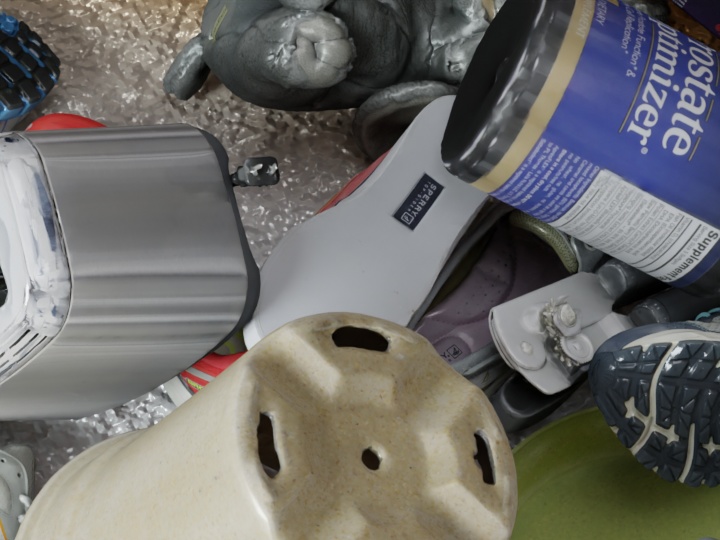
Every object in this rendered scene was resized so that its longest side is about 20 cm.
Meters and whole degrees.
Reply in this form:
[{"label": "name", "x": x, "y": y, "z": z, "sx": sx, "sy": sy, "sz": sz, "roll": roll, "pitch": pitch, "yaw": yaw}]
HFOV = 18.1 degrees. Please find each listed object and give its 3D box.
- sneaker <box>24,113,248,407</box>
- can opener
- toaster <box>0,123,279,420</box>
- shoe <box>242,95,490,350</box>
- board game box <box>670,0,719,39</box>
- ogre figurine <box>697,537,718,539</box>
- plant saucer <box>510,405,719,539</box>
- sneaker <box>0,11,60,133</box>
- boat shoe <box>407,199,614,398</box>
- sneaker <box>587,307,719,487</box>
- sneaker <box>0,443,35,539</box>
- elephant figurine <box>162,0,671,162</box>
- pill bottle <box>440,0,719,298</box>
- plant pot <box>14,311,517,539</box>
[{"label": "sneaker", "x": -0.098, "y": -0.013, "z": 1.126, "sx": 0.077, "sy": 0.085, "sz": 0.200, "roll": -35, "pitch": 73, "yaw": -23}, {"label": "can opener", "x": 0.136, "y": 0.021, "z": 1.146, "sx": 0.200, "sy": 0.067, "sz": 0.053, "roll": -23, "pitch": 69, "yaw": -37}, {"label": "toaster", "x": -0.140, "y": 0.001, "z": 1.026, "sx": 0.129, "sy": 0.200, "sz": 0.114, "roll": -3, "pitch": 73, "yaw": -45}, {"label": "shoe", "x": 0.000, "y": 0.000, "z": 1.113, "sx": 0.071, "sy": 0.091, "sz": 0.200, "roll": 39, "pitch": 52, "yaw": 2}, {"label": "board game box", "x": 0.239, "y": -0.126, "z": 1.191, "sx": 0.200, "sy": 0.165, "sz": 0.057, "roll": 41, "pitch": 105, "yaw": 13}, {"label": "ogre figurine", "x": 0.213, "y": 0.189, "z": 1.025, "sx": 0.119, "sy": 0.098, "sz": 0.201, "roll": 7, "pitch": 77, "yaw": -16}, {"label": "plant saucer", "x": 0.143, "y": 0.161, "z": 1.101, "sx": 0.199, "sy": 0.031, "sz": 0.201, "roll": 3, "pitch": 62, "yaw": -6}, {"label": "sneaker", "x": -0.225, "y": -0.064, "z": 1.145, "sx": 0.075, "sy": 0.087, "sz": 0.200, "roll": 35, "pitch": 40, "yaw": 1}, {"label": "boat shoe", "x": 0.080, "y": 0.004, "z": 1.153, "sx": 0.074, "sy": 0.065, "sz": 0.202, "roll": 42, "pitch": 66, "yaw": 14}, {"label": "sneaker", "x": 0.183, "y": 0.055, "z": 1.112, "sx": 0.199, "sy": 0.078, "sz": 0.086, "roll": 9, "pitch": 24, "yaw": -34}, {"label": "sneaker", "x": -0.175, "y": 0.128, "z": 1.053, "sx": 0.092, "sy": 0.076, "sz": 0.200, "roll": -32, "pitch": 72, "yaw": -26}, {"label": "elephant figurine", "x": 0.029, "y": -0.119, "z": 1.182, "sx": 0.199, "sy": 0.155, "sz": 0.142, "roll": 17, "pitch": 95, "yaw": -29}, {"label": "pill bottle", "x": 0.149, "y": -0.055, "z": 1.091, "sx": 0.199, "sy": 0.112, "sz": 0.112, "roll": 25, "pitch": 61, "yaw": -11}, {"label": "plant pot", "x": -0.030, "y": 0.119, "z": 0.980, "sx": 0.200, "sy": 0.184, "sz": 0.201, "roll": 16, "pitch": 53, "yaw": -22}]
